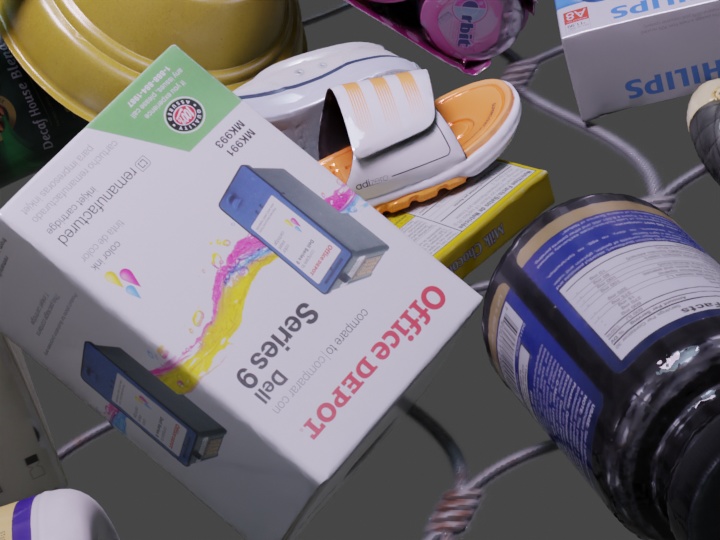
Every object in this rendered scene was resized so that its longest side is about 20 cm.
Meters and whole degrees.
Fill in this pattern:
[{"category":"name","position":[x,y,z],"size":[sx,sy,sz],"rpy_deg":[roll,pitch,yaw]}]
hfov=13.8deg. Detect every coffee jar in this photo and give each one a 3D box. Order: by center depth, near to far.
[{"category":"coffee jar","position":[-0.252,-0.077,1.721],"size":[0.200,0.105,0.085],"rpy_deg":[-33,27,-19]}]

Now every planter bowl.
[{"category":"planter bowl","position":[-0.108,-0.172,1.704],"size":[0.199,0.084,0.201],"rpy_deg":[14,49,-17]}]

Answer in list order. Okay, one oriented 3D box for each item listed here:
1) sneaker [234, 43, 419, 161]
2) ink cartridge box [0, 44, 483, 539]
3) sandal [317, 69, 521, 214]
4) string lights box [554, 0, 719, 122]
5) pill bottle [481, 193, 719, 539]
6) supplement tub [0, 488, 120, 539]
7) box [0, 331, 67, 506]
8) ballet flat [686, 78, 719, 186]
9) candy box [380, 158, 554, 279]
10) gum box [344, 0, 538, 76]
[{"category":"sneaker","position":[-0.059,-0.072,1.644],"size":[0.199,0.073,0.071],"rpy_deg":[-16,22,-12]},{"category":"ink cartridge box","position":[-0.065,0.014,1.410],"size":[0.200,0.088,0.145],"rpy_deg":[41,55,4]},{"category":"sandal","position":[-0.011,-0.062,1.571],"size":[0.206,0.059,0.079],"rpy_deg":[-26,29,-7]},{"category":"string lights box","position":[0.160,-0.169,1.686],"size":[0.102,0.059,0.200],"rpy_deg":[-13,33,7]},{"category":"pill bottle","position":[0.139,0.055,1.318],"size":[0.111,0.112,0.200],"rpy_deg":[-25,34,-9]},{"category":"supplement tub","position":[-0.190,0.187,1.261],"size":[0.199,0.146,0.146],"rpy_deg":[-17,33,3]},{"category":"box","position":[-0.237,0.034,1.527],"size":[0.108,0.128,0.200],"rpy_deg":[-23,32,-5]},{"category":"ballet flat","position":[0.221,-0.056,1.490],"size":[0.066,0.057,0.200],"rpy_deg":[-25,33,-10]},{"category":"candy box","position":[0.000,0.000,1.549],"size":[0.200,0.027,0.102],"rpy_deg":[-39,37,-27]},{"category":"gum box","position":[0.008,-0.202,1.704],"size":[0.066,0.199,0.114],"rpy_deg":[-50,24,24]}]
